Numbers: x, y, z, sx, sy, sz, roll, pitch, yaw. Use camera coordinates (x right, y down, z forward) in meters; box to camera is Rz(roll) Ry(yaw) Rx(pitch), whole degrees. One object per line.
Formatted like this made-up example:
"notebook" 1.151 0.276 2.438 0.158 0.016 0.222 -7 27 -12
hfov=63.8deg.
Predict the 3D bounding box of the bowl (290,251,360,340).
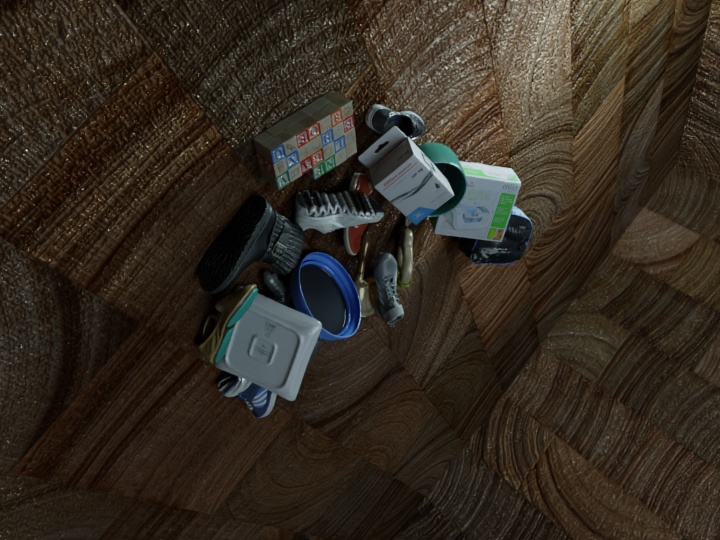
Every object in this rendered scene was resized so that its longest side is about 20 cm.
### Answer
"bowl" -0.077 0.059 1.284 0.039 0.205 0.199 -28 162 32

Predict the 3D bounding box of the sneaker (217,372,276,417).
"sneaker" -0.267 0.272 1.334 0.143 0.082 0.202 3 136 -29

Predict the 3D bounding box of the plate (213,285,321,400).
"plate" -0.200 0.159 1.201 0.032 0.196 0.204 -58 171 -70

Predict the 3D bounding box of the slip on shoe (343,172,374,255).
"slip on shoe" -0.001 -0.120 1.308 0.075 0.060 0.204 -63 164 -55

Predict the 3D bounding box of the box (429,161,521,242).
"box" 0.300 -0.187 1.541 0.194 0.098 0.180 7 123 -9

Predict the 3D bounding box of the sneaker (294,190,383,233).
"sneaker" -0.047 -0.119 1.222 0.195 0.076 0.082 1 133 -20

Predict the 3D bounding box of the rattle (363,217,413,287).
"rattle" 0.078 -0.062 1.511 0.130 0.139 0.205 -59 153 -67

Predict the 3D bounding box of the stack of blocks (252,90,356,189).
"stack of blocks" -0.100 -0.236 1.092 0.199 0.058 0.117 -38 144 -26

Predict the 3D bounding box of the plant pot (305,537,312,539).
"plant pot" -0.217 1.084 2.018 0.193 0.200 0.204 -23 137 -28

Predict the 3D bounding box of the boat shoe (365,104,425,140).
"boat shoe" 0.093 -0.316 1.266 0.198 0.066 0.071 3 117 -53

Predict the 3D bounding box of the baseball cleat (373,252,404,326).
"baseball cleat" 0.077 0.053 1.433 0.068 0.107 0.203 -22 136 -18

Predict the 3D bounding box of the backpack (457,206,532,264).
"backpack" 0.406 -0.120 1.749 0.195 0.148 0.187 5 120 -24

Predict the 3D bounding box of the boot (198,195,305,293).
"boot" -0.203 -0.025 1.127 0.213 0.079 0.158 -53 148 -5

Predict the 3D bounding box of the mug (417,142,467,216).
"mug" 0.164 -0.235 1.367 0.148 0.116 0.187 -16 133 5

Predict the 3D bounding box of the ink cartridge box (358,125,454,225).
"ink cartridge box" 0.099 -0.201 1.253 0.115 0.068 0.199 -36 132 22

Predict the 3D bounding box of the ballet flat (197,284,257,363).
"ballet flat" -0.270 0.096 1.143 0.202 0.062 0.069 -58 172 21

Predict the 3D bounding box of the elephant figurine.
"elephant figurine" -0.168 0.118 1.268 0.141 0.157 0.199 -38 147 17

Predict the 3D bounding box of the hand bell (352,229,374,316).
"hand bell" 0.000 0.000 1.431 0.103 0.103 0.205 -11 116 -47
